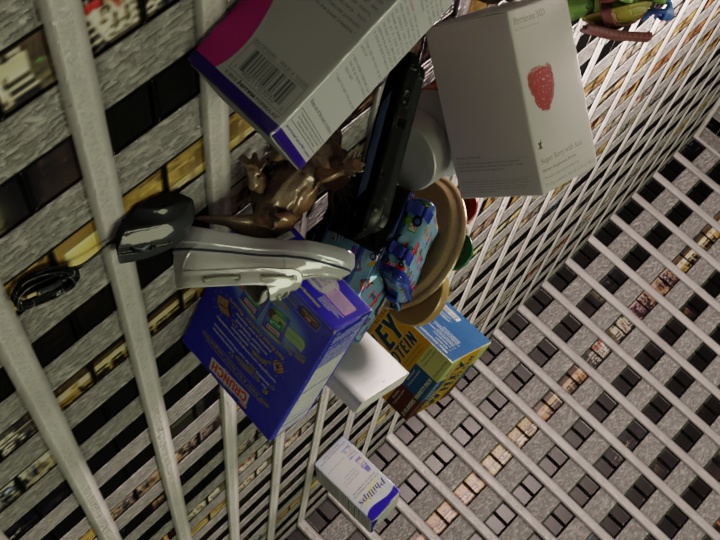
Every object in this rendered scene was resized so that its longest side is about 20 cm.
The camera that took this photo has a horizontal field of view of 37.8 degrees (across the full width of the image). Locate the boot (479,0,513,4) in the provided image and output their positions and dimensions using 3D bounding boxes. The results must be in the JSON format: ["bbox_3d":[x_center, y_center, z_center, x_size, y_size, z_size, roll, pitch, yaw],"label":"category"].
[{"bbox_3d":[0.200,-0.366,1.152,0.199,0.070,0.147,-24,155,-44],"label":"boot"}]

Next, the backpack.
[{"bbox_3d":[0.000,0.000,1.290,0.183,0.134,0.201,78,35,-73],"label":"backpack"}]

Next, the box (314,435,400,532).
[{"bbox_3d":[-0.008,0.528,2.593,0.105,0.200,0.184,-43,165,-16],"label":"box"}]

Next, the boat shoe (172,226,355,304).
[{"bbox_3d":[-0.099,0.002,1.071,0.198,0.067,0.073,7,173,-25],"label":"boat shoe"}]

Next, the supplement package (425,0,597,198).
[{"bbox_3d":[0.171,-0.195,1.185,0.119,0.202,0.121,1,-158,45],"label":"supplement package"}]

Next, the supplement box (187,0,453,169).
[{"bbox_3d":[-0.028,-0.199,0.863,0.200,0.101,0.103,-47,166,-1],"label":"supplement box"}]

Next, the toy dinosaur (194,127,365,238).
[{"bbox_3d":[-0.072,-0.079,1.096,0.200,0.086,0.136,-38,170,-13],"label":"toy dinosaur"}]

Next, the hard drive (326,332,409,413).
[{"bbox_3d":[-0.041,0.091,1.372,0.026,0.200,0.132,-55,163,28],"label":"hard drive"}]

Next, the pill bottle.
[{"bbox_3d":[0.115,-0.183,1.291,0.200,0.109,0.110,-36,162,-37],"label":"pill bottle"}]

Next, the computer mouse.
[{"bbox_3d":[-0.219,-0.013,0.933,0.200,0.034,0.059,-36,162,-36],"label":"computer mouse"}]

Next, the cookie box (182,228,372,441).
[{"bbox_3d":[-0.101,0.063,1.197,0.075,0.171,0.201,-26,155,-46],"label":"cookie box"}]

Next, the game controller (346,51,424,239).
[{"bbox_3d":[0.022,-0.131,1.124,0.104,0.042,0.202,167,-60,-70],"label":"game controller"}]

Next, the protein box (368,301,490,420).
[{"bbox_3d":[0.085,0.122,1.815,0.135,0.198,0.200,-53,164,21],"label":"protein box"}]

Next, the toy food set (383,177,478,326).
[{"bbox_3d":[0.074,-0.038,1.418,0.048,0.200,0.199,26,99,-39],"label":"toy food set"}]

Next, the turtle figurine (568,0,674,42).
[{"bbox_3d":[0.263,-0.355,1.253,0.193,0.145,0.200,-19,134,24],"label":"turtle figurine"}]
